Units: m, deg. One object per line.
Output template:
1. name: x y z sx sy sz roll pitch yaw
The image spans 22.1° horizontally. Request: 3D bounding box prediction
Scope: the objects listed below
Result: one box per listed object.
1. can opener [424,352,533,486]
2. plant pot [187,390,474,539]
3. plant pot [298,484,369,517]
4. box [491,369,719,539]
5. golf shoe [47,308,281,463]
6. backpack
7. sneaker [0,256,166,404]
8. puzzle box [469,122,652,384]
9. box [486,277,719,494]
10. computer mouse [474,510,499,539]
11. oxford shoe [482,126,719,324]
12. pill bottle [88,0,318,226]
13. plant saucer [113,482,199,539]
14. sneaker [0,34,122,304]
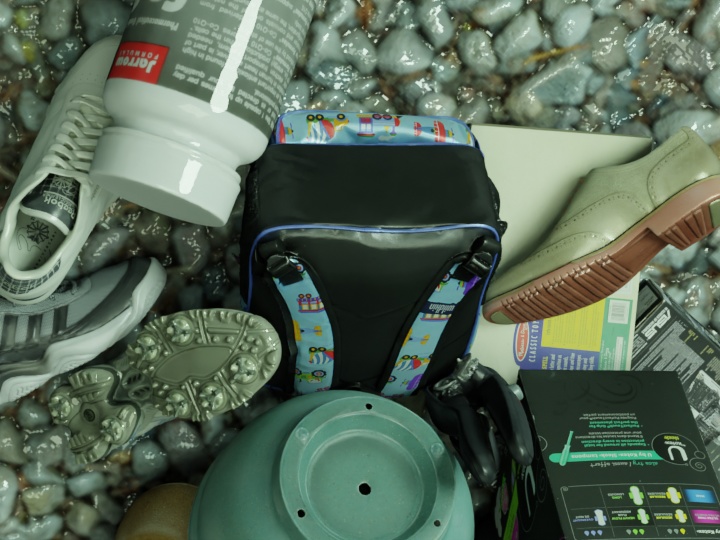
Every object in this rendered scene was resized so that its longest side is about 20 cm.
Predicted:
1. can opener: 0.089 0.104 1.252 0.063 0.200 0.079 -38 97 -1
2. plant pot: -0.008 0.163 1.243 0.200 0.200 0.134 6 152 -12
3. plant pot: -0.012 0.256 1.384 0.141 0.141 0.200 -26 100 0
4. box: 0.174 0.185 1.282 0.124 0.200 0.149 1 126 -8
5. golf shoe: -0.125 0.067 1.293 0.200 0.097 0.078 -21 93 32
6. backpack: 0.000 0.000 1.296 0.182 0.135 0.200 -1 141 -8
7. sneaker: -0.243 0.021 1.295 0.200 0.075 0.114 -30 110 1
8. puzzle box: 0.137 -0.004 1.344 0.133 0.025 0.200 5 99 1
9. box: 0.211 0.130 1.418 0.158 0.050 0.200 40 99 -19
10. computer mouse: 0.111 0.281 1.427 0.053 0.139 0.200 -12 102 14
11. oxford shoe: 0.168 -0.028 1.304 0.200 0.074 0.071 -29 155 12
12. pill bottle: -0.101 -0.139 1.209 0.114 0.114 0.200 21 81 -15
13. plant saucer: -0.127 0.256 1.341 0.035 0.200 0.200 -16 117 -47
14. sneaker: -0.191 -0.071 1.245 0.076 0.081 0.200 22 78 -5
